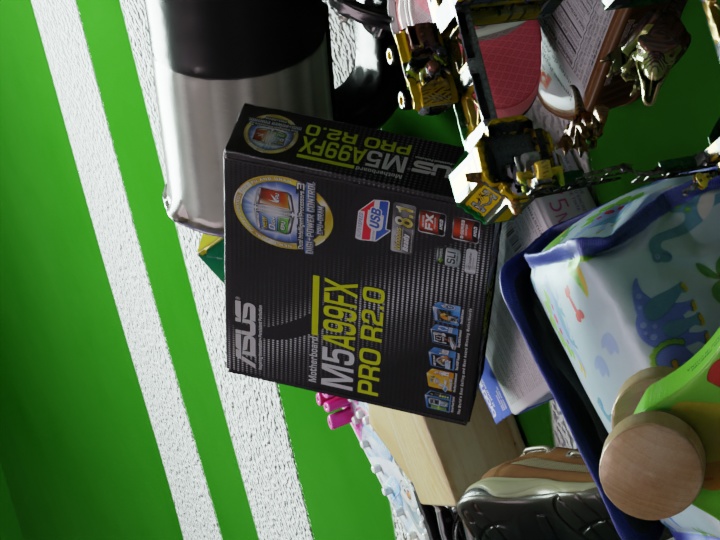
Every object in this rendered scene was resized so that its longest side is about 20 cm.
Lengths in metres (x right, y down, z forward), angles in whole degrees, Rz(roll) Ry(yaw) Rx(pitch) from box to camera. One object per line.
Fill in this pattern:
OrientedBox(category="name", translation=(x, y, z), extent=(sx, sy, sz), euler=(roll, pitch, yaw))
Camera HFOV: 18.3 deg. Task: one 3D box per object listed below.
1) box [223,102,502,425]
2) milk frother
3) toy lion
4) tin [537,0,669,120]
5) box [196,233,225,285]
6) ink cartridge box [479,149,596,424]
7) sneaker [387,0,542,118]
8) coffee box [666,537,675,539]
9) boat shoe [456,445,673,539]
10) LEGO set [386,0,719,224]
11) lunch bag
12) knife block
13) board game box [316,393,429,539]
OrientedBox(category="box", translation=(0.000, 0.000, 1.329), extent=(0.201, 0.159, 0.044), euler=(94, -170, -48))
OrientedBox(category="milk frother", translation=(-0.033, -0.114, 1.338), extent=(0.200, 0.179, 0.189), euler=(-118, 19, -55))
OrientedBox(category="toy lion", translation=(0.215, 0.070, 0.966), extent=(0.201, 0.191, 0.069), euler=(-63, -1, 24))
OrientedBox(category="tin", translation=(0.113, -0.156, 1.137), extent=(0.200, 0.042, 0.112), euler=(104, 144, -60))
OrientedBox(category="box", translation=(-0.042, -0.034, 1.501), extent=(0.117, 0.048, 0.200), euler=(48, -156, -22))
OrientedBox(category="ink cartridge box", translation=(0.103, 0.014, 1.344), extent=(0.120, 0.042, 0.200), euler=(65, 158, 10))
OrientedBox(category="sneaker", translation=(0.057, -0.162, 1.115), extent=(0.087, 0.073, 0.201), euler=(27, 135, 60))
OrientedBox(category="coffee box", translation=(0.162, 0.193, 1.140), extent=(0.113, 0.199, 0.080), euler=(3, 111, 70))
OrientedBox(category="boat shoe", translation=(0.145, 0.133, 1.301), extent=(0.199, 0.074, 0.076), euler=(2, 128, 45))
OrientedBox(category="LEGO set", translation=(0.122, -0.106, 0.969), extent=(0.116, 0.199, 0.155), euler=(132, 134, -67))
OrientedBox(category="lunch bag", translation=(0.156, 0.044, 1.122), extent=(0.171, 0.127, 0.200), euler=(63, 171, -2))
OrientedBox(category="knife block", translation=(0.073, 0.118, 1.503), extent=(0.176, 0.064, 0.201), euler=(51, 155, 38))
OrientedBox(category="board game box", translation=(0.034, 0.145, 1.694), extent=(0.201, 0.026, 0.200), euler=(62, 161, 14))
